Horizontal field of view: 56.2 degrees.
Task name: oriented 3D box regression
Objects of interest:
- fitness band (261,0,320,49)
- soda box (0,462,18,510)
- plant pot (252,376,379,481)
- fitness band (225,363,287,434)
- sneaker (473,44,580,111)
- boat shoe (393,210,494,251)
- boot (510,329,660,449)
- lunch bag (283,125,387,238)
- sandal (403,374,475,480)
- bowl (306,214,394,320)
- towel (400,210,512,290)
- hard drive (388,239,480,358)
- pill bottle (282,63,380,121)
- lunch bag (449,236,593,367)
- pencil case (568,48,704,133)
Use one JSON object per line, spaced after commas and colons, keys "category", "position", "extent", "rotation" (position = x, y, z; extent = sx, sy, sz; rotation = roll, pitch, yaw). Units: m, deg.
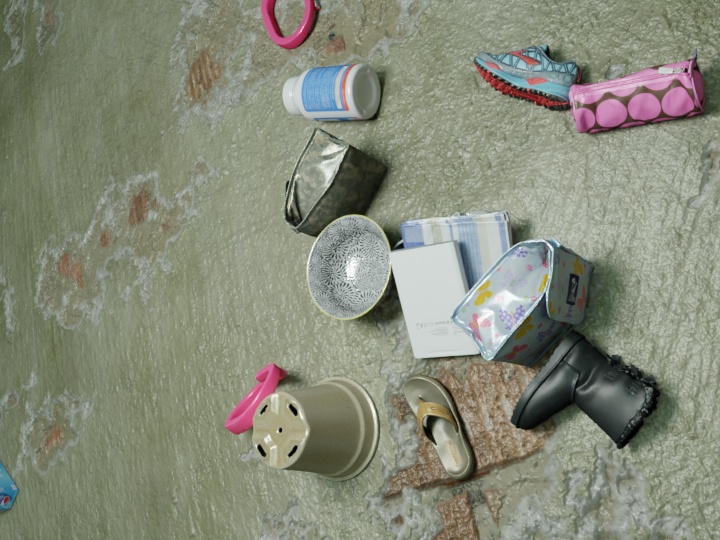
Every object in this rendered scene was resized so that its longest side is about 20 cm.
{"category": "fitness band", "position": [-0.169, -0.618, 1.594], "extent": [0.143, 0.037, 0.201], "rotation": [-34, 62, 26]}
{"category": "soda box", "position": [-1.086, 0.616, 1.983], "extent": [0.199, 0.064, 0.068], "rotation": [32, 100, 36]}
{"category": "plant pot", "position": [-0.097, 0.296, 1.264], "extent": [0.199, 0.183, 0.202], "rotation": [-8, 75, 34]}
{"category": "fitness band", "position": [-0.214, 0.260, 1.367], "extent": [0.144, 0.037, 0.200], "rotation": [-57, 10, -31]}
{"category": "sneaker", "position": [0.297, -0.355, 1.193], "extent": [0.199, 0.079, 0.096], "rotation": [31, 89, 27]}
{"category": "boat shoe", "position": [0.156, -0.059, 1.228], "extent": [0.201, 0.065, 0.075], "rotation": [-17, 71, 32]}
{"category": "boot", "position": [0.345, 0.207, 1.038], "extent": [0.162, 0.073, 0.199], "rotation": [39, 103, 31]}
{"category": "lunch bag", "position": [-0.062, -0.158, 1.343], "extent": [0.117, 0.164, 0.201], "rotation": [32, 99, 30]}
{"category": "sandal", "position": [0.134, 0.271, 1.183], "extent": [0.080, 0.054, 0.201], "rotation": [-38, 61, 24]}
{"category": "bowl", "position": [0.000, 0.000, 1.310], "extent": [0.199, 0.094, 0.203], "rotation": [-8, 77, 34]}
{"category": "towel", "position": [0.173, -0.027, 1.188], "extent": [0.199, 0.024, 0.148], "rotation": [-3, 106, 27]}
{"category": "hard drive", "position": [0.133, 0.054, 1.196], "extent": [0.131, 0.027, 0.202], "rotation": [-9, 101, 34]}
{"category": "pill bottle", "position": [-0.066, -0.373, 1.423], "extent": [0.199, 0.112, 0.113], "rotation": [8, 85, 35]}
{"category": "lunch bag", "position": [0.269, 0.049, 1.060], "extent": [0.200, 0.169, 0.127], "rotation": [-52, 55, 15]}
{"category": "pencil case", "position": [0.428, -0.275, 1.060], "extent": [0.199, 0.093, 0.092], "rotation": [-7, 76, 35]}
